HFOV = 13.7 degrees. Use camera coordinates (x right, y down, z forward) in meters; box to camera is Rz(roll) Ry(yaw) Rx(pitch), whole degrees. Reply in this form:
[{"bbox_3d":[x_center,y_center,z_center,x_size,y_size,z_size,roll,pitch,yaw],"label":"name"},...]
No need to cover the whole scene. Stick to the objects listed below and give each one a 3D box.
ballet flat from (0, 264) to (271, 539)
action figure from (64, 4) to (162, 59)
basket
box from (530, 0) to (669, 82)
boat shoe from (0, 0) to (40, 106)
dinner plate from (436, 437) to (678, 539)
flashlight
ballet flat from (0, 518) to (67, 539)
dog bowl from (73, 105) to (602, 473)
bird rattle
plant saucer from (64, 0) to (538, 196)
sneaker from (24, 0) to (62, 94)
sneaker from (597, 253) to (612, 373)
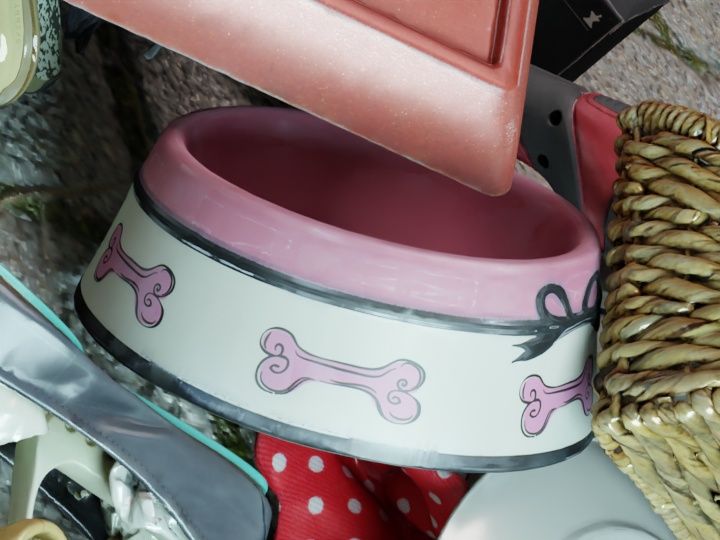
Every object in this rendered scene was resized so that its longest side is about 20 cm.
[{"bbox_3d":[-0.109,0.053,0.987,0.200,0.073,0.073,41,28,-30],"label":"ballet flat"},{"bbox_3d":[-0.098,-0.172,1.228,0.102,0.119,0.200,-10,55,-38],"label":"action figure"},{"bbox_3d":[0.185,0.033,1.110,0.200,0.142,0.149,50,39,-47],"label":"basket"},{"bbox_3d":[0.019,-0.153,1.349,0.200,0.141,0.079,53,28,4],"label":"box"},{"bbox_3d":[-0.168,-0.152,1.048,0.067,0.072,0.201,-15,94,-40],"label":"boat shoe"},{"bbox_3d":[0.088,0.160,1.089,0.200,0.024,0.201,11,75,-46],"label":"dinner plate"},{"bbox_3d":[0.057,-0.061,1.281,0.200,0.068,0.068,23,62,20],"label":"flashlight"},{"bbox_3d":[-0.073,0.165,0.903,0.200,0.063,0.069,57,29,13],"label":"ballet flat"},{"bbox_3d":[0.000,0.000,1.099,0.200,0.074,0.200,13,18,-4],"label":"dog bowl"},{"bbox_3d":[0.031,0.074,1.176,0.200,0.113,0.163,9,35,-35],"label":"bird rattle"},{"bbox_3d":[-0.007,-0.152,1.104,0.200,0.037,0.200,23,56,-21],"label":"plant saucer"},{"bbox_3d":[-0.127,-0.159,1.125,0.077,0.088,0.201,-49,136,-54],"label":"sneaker"},{"bbox_3d":[0.072,0.020,1.294,0.200,0.081,0.076,20,31,-11],"label":"sneaker"}]
